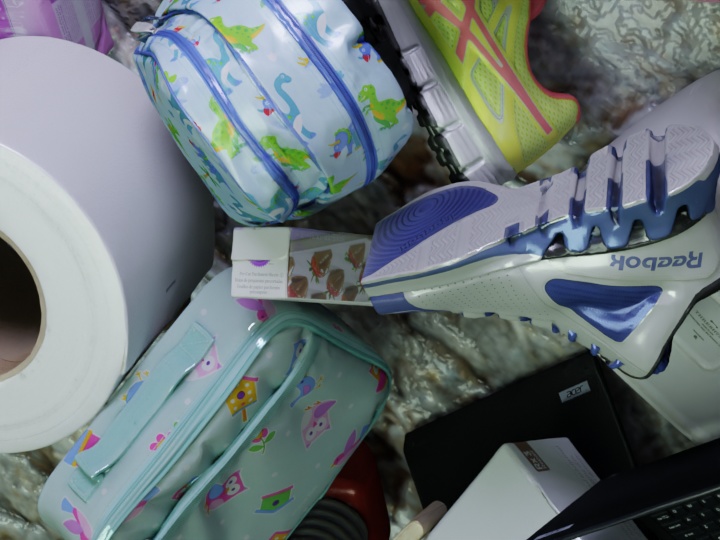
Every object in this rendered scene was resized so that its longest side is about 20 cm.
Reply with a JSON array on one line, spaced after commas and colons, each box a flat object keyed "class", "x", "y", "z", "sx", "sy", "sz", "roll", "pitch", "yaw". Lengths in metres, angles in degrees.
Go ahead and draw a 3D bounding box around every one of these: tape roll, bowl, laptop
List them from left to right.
[{"class": "tape roll", "x": -0.199, "y": -0.016, "z": 1.382, "sx": 0.201, "sy": 0.139, "sz": 0.204, "roll": 9, "pitch": 118, "yaw": 16}, {"class": "laptop", "x": 0.148, "y": 0.162, "z": 1.497, "sx": 0.199, "sy": 0.104, "sz": 0.177, "roll": 30, "pitch": 143, "yaw": -28}, {"class": "bowl", "x": 0.200, "y": 0.013, "z": 1.308, "sx": 0.200, "sy": 0.075, "sz": 0.200, "roll": 44, "pitch": 137, "yaw": -6}, {"class": "laptop", "x": 0.211, "y": 0.140, "z": 1.288, "sx": 0.177, "sy": 0.104, "sz": 0.200, "roll": -23, "pitch": 129, "yaw": 35}]

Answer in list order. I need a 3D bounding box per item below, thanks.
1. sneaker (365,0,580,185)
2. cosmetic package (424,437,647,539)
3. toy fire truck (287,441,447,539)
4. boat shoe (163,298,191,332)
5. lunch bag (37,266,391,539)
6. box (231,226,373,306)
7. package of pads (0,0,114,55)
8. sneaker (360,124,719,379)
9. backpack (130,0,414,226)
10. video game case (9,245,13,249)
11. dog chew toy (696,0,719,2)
[{"class": "sneaker", "x": 0.051, "y": -0.142, "z": 1.292, "sx": 0.201, "sy": 0.090, "sz": 0.078, "roll": 63, "pitch": 177, "yaw": -3}, {"class": "cosmetic package", "x": 0.075, "y": 0.202, "z": 1.422, "sx": 0.200, "sy": 0.074, "sz": 0.102, "roll": -51, "pitch": 62, "yaw": 25}, {"class": "toy fire truck", "x": -0.023, "y": 0.166, "z": 1.508, "sx": 0.199, "sy": 0.176, "sz": 0.129, "roll": 6, "pitch": 127, "yaw": 26}, {"class": "boat shoe", "x": -0.173, "y": 0.000, "z": 1.547, "sx": 0.199, "sy": 0.073, "sz": 0.072, "roll": 21, "pitch": 172, "yaw": 39}, {"class": "lunch bag", "x": -0.083, "y": 0.101, "z": 1.377, "sx": 0.077, "sy": 0.200, "sz": 0.160, "roll": 39, "pitch": -177, "yaw": 31}, {"class": "box", "x": 0.000, "y": 0.000, "z": 1.352, "sx": 0.041, "sy": 0.200, "sz": 0.039, "roll": 3, "pitch": 89, "yaw": 34}, {"class": "package of pads", "x": -0.231, "y": -0.200, "z": 1.417, "sx": 0.120, "sy": 0.076, "sz": 0.201, "roll": 2, "pitch": 125, "yaw": 25}, {"class": "sneaker", "x": 0.106, "y": 0.009, "z": 1.239, "sx": 0.198, "sy": 0.081, "sz": 0.116, "roll": -15, "pitch": 120, "yaw": 23}, {"class": "backpack", "x": -0.045, "y": -0.097, "z": 1.283, "sx": 0.164, "sy": 0.153, "sz": 0.200, "roll": 60, "pitch": 155, "yaw": -10}, {"class": "video game case", "x": -0.231, "y": -0.021, "z": 1.525, "sx": 0.200, "sy": 0.018, "sz": 0.144, "roll": -45, "pitch": 62, "yaw": 32}, {"class": "dog chew toy", "x": 0.202, "y": -0.206, "z": 1.103, "sx": 0.199, "sy": 0.125, "sz": 0.125, "roll": -27, "pitch": 107, "yaw": 35}]
